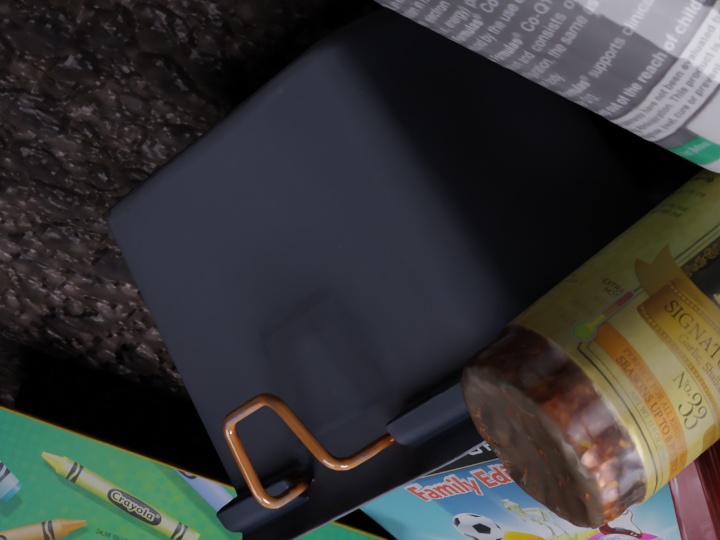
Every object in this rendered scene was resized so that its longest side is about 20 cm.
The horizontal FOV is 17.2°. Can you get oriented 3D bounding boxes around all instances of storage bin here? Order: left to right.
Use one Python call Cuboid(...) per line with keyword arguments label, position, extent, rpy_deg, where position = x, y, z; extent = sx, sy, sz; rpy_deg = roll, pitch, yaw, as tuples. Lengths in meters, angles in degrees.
Cuboid(label="storage bin", position=(0.000, 0.000, 0.800), extent=(0.135, 0.145, 0.200), rpy_deg=(58, 141, 2))

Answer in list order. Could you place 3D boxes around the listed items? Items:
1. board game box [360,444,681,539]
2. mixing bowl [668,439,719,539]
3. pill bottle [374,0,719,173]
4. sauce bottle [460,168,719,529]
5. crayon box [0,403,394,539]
Cuboid(label="board game box", position=(0.085, 0.093, 0.981), extent=(0.151, 0.047, 0.200), rpy_deg=(-19, 130, 44))
Cuboid(label="mixing bowl", position=(0.169, 0.104, 0.780), extent=(0.108, 0.201, 0.200), rpy_deg=(-15, 140, 3))
Cuboid(label="pill bottle", position=(0.041, -0.117, 0.645), extent=(0.199, 0.113, 0.113), rpy_deg=(26, 147, -9))
Cuboid(label="sauce bottle", position=(0.120, -0.008, 0.689), extent=(0.066, 0.200, 0.066), rpy_deg=(45, 163, 18))
Cuboid(label="crayon box", position=(-0.082, 0.116, 1.052), extent=(0.199, 0.058, 0.119), rpy_deg=(19, 175, 4))
